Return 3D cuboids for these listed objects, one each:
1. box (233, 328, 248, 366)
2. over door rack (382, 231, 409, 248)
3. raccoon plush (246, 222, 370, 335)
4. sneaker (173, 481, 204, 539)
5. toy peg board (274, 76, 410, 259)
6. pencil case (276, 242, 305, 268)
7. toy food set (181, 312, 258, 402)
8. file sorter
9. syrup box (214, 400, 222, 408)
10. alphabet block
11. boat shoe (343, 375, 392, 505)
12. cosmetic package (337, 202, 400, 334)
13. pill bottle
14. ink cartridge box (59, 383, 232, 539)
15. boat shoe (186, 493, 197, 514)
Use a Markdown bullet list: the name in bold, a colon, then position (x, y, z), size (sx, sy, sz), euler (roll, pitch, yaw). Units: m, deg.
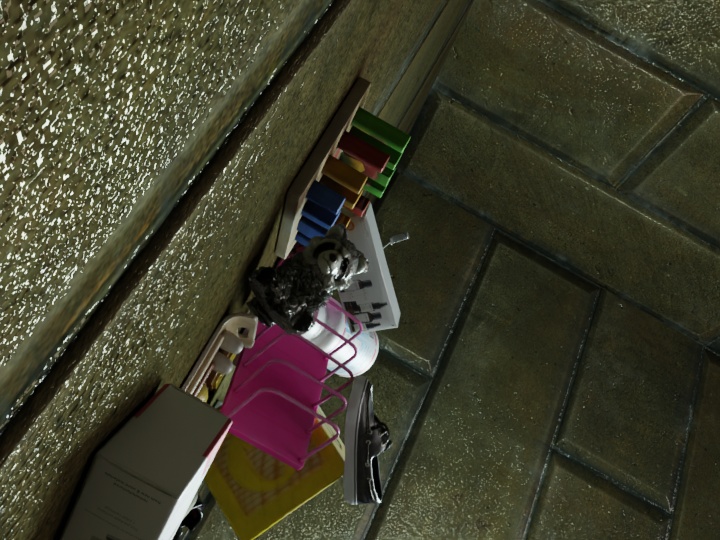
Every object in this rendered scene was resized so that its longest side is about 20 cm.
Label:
- **box**: position (-0.169, 0.134, 1.232), size (0.083, 0.068, 0.200), euler (-60, 180, -6)
- **over door rack**: position (0.006, -0.097, 1.254), size (0.066, 0.149, 0.200), euler (-15, -173, 28)
- **raccoon plush**: position (-0.079, 0.003, 0.940), size (0.134, 0.097, 0.199), euler (-39, -160, -21)
- **sneaker**: position (-0.303, 0.399, 1.207), size (0.077, 0.083, 0.200), euler (-60, 180, 17)
- **toy peg board**: position (-0.021, -0.115, 0.973), size (0.200, 0.097, 0.200), euler (-62, 179, -24)
- **pencil case**: position (-0.075, -0.015, 1.186), size (0.200, 0.093, 0.092), euler (-63, 163, -71)
- **toy food set**: position (-0.189, 0.160, 0.908), size (0.201, 0.060, 0.144), euler (-62, 180, -23)
- **file sorter**: position (-0.088, 0.142, 1.004), size (0.125, 0.138, 0.201), euler (-40, -155, 37)
- **syrup box**: position (-0.257, 0.311, 1.389), size (0.079, 0.081, 0.200), euler (-59, 180, -14)
- **alphabet block**: position (-0.144, 0.288, 1.151), size (0.196, 0.196, 0.200), euler (-35, 173, -5)
- **boat shoe**: position (0.013, 0.246, 1.016), size (0.070, 0.065, 0.203), euler (-57, 151, -74)
- **cosmetic package**: position (0.000, 0.000, 1.121), size (0.051, 0.082, 0.202), euler (-75, 151, -62)
- **pill bottle**: position (-0.057, 0.108, 1.240), size (0.110, 0.108, 0.200), euler (-61, 143, -9)
- **ink cartridge box**: position (-0.216, 0.232, 0.678), size (0.201, 0.082, 0.147), euler (-62, 180, 18)
- **boat shoe**: position (-0.297, 0.363, 1.048), size (0.200, 0.071, 0.065), euler (-54, 161, -62)
